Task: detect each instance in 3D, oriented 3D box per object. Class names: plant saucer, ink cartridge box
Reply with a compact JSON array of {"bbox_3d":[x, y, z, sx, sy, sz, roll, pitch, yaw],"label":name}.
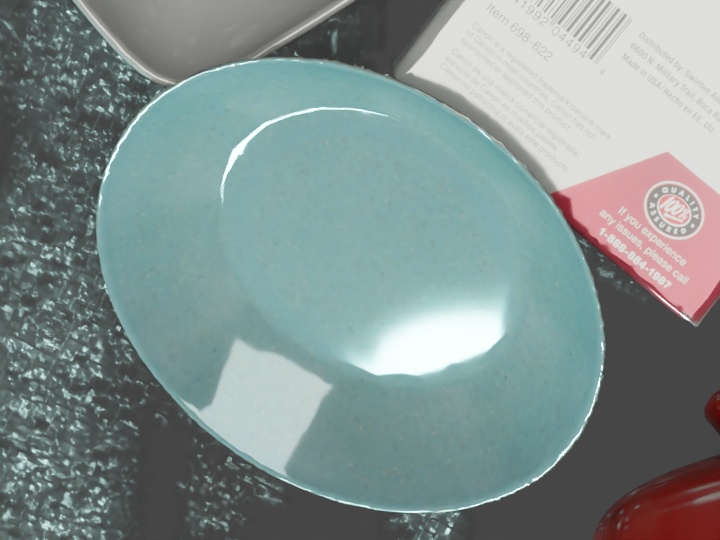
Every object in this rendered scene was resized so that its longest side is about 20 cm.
[{"bbox_3d":[0.000,0.000,0.941,0.200,0.039,0.202,14,129,17],"label":"plant saucer"},{"bbox_3d":[0.128,-0.105,0.934,0.145,0.083,0.200,39,97,-3],"label":"ink cartridge box"}]

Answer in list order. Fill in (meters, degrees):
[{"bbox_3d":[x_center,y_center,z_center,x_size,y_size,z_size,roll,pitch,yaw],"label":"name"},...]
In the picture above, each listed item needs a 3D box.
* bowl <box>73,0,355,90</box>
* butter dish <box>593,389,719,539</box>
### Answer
[{"bbox_3d":[-0.045,-0.191,0.932,0.199,0.075,0.200,-35,95,6],"label":"bowl"},{"bbox_3d":[0.155,0.112,0.929,0.198,0.200,0.149,-4,73,2],"label":"butter dish"}]
